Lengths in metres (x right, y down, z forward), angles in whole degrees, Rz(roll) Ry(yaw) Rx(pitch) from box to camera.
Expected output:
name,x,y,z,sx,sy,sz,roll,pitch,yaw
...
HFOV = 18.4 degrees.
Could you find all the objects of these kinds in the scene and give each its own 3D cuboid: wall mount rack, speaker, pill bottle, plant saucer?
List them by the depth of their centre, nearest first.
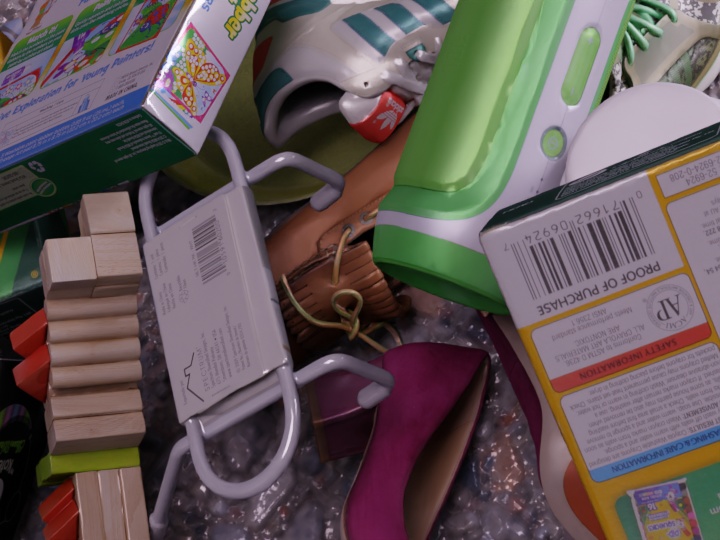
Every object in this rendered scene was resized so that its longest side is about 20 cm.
name,x,y,z,sx,sy,sz,roll,pitch,yaw
pill bottle,0.154,-0.010,1.027,0.109,0.200,0.110,-7,68,17
speaker,0.072,-0.085,1.041,0.088,0.088,0.201,17,83,25
wall mount rack,-0.073,0.038,1.089,0.173,0.074,0.201,-31,57,27
plant saucer,-0.038,-0.124,1.238,0.199,0.031,0.201,-7,68,17

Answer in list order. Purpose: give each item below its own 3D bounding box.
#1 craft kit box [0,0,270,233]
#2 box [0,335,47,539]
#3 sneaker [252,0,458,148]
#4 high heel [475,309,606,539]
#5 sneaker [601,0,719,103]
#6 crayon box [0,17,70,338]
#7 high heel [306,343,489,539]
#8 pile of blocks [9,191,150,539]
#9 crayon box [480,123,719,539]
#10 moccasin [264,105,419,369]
name,x,y,z,sx,sy,sz,roll,pitch,yaw
craft kit box,-0.123,-0.124,1.169,0.200,0.048,0.198,-16,45,47
box,-0.252,0.091,1.108,0.124,0.200,0.149,20,92,13
sneaker,0.031,-0.111,1.143,0.199,0.070,0.094,-9,62,26
high heel,0.112,0.062,1.110,0.067,0.096,0.201,-26,84,14
sneaker,0.135,-0.108,1.136,0.077,0.089,0.201,16,75,24
crayon box,-0.241,-0.051,1.270,0.125,0.052,0.201,-21,63,11
high heel,0.036,0.115,1.067,0.096,0.068,0.201,-13,53,-3
pile of blocks,-0.146,0.060,1.116,0.062,0.082,0.201,-4,101,-19
crayon box,0.145,0.050,0.899,0.125,0.052,0.201,-21,97,16
moccasin,0.001,0.001,1.155,0.201,0.074,0.078,-40,54,-7
